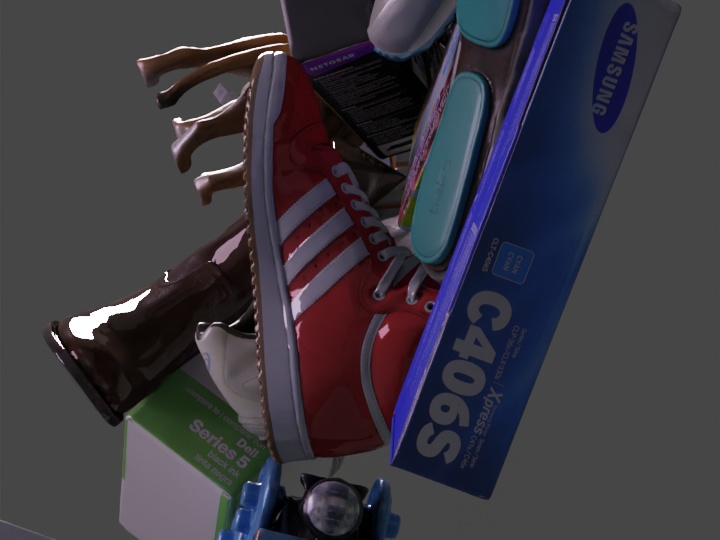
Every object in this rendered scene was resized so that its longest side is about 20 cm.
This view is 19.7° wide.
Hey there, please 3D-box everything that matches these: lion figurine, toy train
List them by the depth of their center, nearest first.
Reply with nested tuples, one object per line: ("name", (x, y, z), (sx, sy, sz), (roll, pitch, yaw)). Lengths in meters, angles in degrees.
("toy train", (-0.034, 0.173, 1.099), (0.200, 0.086, 0.115), (119, 163, -67))
("lion figurine", (-0.048, -0.093, 1.159), (0.200, 0.122, 0.073), (60, -170, -85))

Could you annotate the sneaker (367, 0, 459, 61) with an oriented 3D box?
("sneaker", (0.037, -0.192, 0.926), (0.077, 0.081, 0.200), (-98, 27, -74))

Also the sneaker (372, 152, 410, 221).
("sneaker", (0.046, -0.029, 1.216), (0.200, 0.078, 0.077), (-77, -20, -44))

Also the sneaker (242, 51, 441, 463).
("sneaker", (0.004, -0.011, 1.005), (0.071, 0.112, 0.201), (24, -119, -80))

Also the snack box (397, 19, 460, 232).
("snack box", (0.084, -0.123, 0.995), (0.169, 0.068, 0.200), (-78, 10, -69))

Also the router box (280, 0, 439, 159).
("router box", (-0.009, -0.179, 1.125), (0.149, 0.051, 0.200), (42, -146, -66))

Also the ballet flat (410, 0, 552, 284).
("ballet flat", (0.070, -0.089, 0.892), (0.067, 0.064, 0.200), (-140, 58, -60))

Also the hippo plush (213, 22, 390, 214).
("hippo plush", (-0.001, -0.079, 1.399), (0.159, 0.200, 0.161), (-43, 7, 28))

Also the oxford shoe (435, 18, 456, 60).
("oxford shoe", (0.071, -0.126, 1.194), (0.200, 0.084, 0.073), (-83, 16, -74))

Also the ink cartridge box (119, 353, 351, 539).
("ink cartridge box", (-0.050, 0.080, 1.262), (0.200, 0.084, 0.146), (-46, -17, -29))

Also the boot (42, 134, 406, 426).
("boot", (-0.067, -0.005, 1.112), (0.200, 0.064, 0.186), (-36, 4, 4))

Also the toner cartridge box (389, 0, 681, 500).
("toner cartridge box", (0.065, -0.018, 0.814), (0.095, 0.043, 0.200), (-86, 17, -82))

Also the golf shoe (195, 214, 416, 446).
("golf shoe", (0.000, 0.000, 1.074), (0.200, 0.097, 0.078), (-48, 17, -20))

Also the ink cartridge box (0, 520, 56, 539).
("ink cartridge box", (-0.110, 0.210, 0.991), (0.145, 0.200, 0.084), (114, 176, -57))
